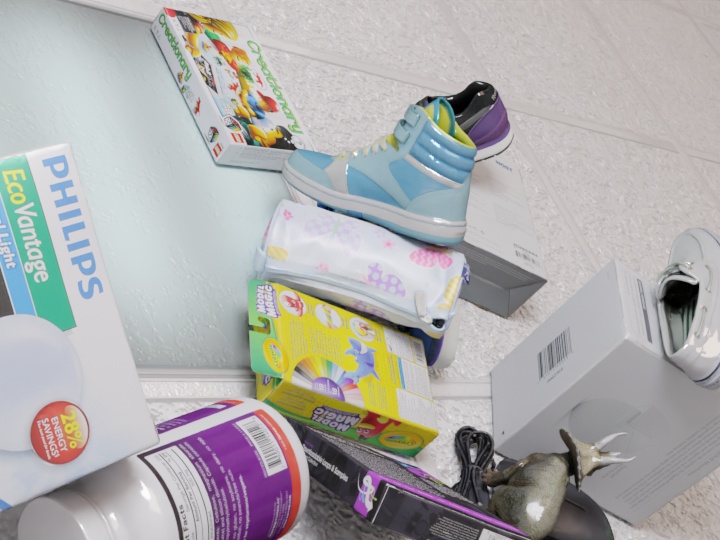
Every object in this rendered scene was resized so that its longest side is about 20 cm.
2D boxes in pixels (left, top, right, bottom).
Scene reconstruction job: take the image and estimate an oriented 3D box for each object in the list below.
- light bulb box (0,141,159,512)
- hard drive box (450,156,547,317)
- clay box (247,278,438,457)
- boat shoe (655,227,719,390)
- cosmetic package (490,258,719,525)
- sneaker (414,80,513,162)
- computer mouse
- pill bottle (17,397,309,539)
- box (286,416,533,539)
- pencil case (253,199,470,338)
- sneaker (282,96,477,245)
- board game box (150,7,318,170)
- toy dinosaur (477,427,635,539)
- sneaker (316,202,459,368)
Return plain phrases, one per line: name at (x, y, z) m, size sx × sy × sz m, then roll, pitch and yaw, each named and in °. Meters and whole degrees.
light bulb box at (-0.254, 0.046, 0.693) m, size 0.199 × 0.124 × 0.200 m, roll -21°, pitch 99°, yaw -36°
hard drive box at (0.122, -0.064, 1.360) m, size 0.155 × 0.077 × 0.201 m, roll 25°, pitch 38°, yaw -26°
clay box at (-0.025, 0.089, 1.066) m, size 0.199 × 0.048 × 0.115 m, roll 22°, pitch 39°, yaw -27°
boat shoe at (0.318, 0.020, 1.113) m, size 0.067 × 0.074 × 0.201 m, roll 31°, pitch 36°, yaw -21°
cosmetic package at (0.272, 0.129, 1.194) m, size 0.199 × 0.199 × 0.123 m, roll 31°, pitch 35°, yaw -19°
sneaker at (0.063, -0.150, 1.285) m, size 0.076 × 0.199 × 0.088 m, roll -108°, pitch 172°, yaw -46°
computer mouse at (0.177, 0.232, 1.116) m, size 0.199 × 0.053 × 0.139 m, roll 33°, pitch 34°, yaw -15°
pill bottle at (-0.134, 0.164, 0.812) m, size 0.199 × 0.112 × 0.113 m, roll -15°, pitch 64°, yaw -52°
box at (0.029, 0.178, 0.933) m, size 0.142 × 0.036 × 0.200 m, roll 26°, pitch -2°, yaw -25°
pencil case at (0.000, 0.000, 1.108) m, size 0.199 × 0.083 × 0.091 m, roll 18°, pitch 50°, yaw -2°
sneaker at (0.024, -0.114, 1.119) m, size 0.199 × 0.131 × 0.079 m, roll 21°, pitch 16°, yaw 19°
board game box at (-0.137, -0.196, 1.269) m, size 0.126 × 0.035 × 0.201 m, roll 1°, pitch 52°, yaw -46°
toy dinosaur at (0.146, 0.202, 1.016) m, size 0.077 × 0.102 × 0.200 m, roll 48°, pitch 49°, yaw 4°
sneaker at (0.015, 0.006, 1.191) m, size 0.145 × 0.081 × 0.201 m, roll 0°, pitch 67°, yaw -19°
